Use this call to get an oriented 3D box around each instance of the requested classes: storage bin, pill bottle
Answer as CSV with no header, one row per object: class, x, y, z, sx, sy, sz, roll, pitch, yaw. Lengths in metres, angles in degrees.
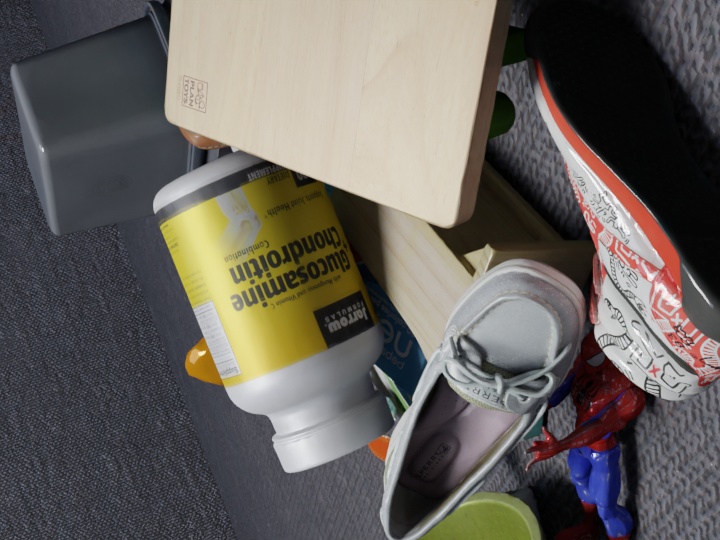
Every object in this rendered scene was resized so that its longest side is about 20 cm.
storage bin,-0.199,-0.117,0.925,0.200,0.133,0.147,118,131,-66
pill bottle,-0.051,0.023,0.766,0.202,0.111,0.112,67,163,-1

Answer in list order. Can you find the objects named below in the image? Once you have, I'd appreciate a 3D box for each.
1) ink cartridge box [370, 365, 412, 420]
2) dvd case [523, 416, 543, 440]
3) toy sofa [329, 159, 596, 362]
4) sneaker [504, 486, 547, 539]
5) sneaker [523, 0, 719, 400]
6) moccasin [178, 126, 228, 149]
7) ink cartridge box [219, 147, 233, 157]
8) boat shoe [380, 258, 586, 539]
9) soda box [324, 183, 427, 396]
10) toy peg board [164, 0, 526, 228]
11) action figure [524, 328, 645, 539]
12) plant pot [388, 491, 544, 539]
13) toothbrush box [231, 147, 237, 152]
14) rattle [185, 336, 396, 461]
ink cartridge box,0.045,0.081,0.942,0.200,0.059,0.104,53,169,52
dvd case,0.080,0.009,0.862,0.200,0.022,0.147,-123,22,-44
toy sofa,0.057,-0.027,0.754,0.200,0.082,0.098,53,136,45
sneaker,0.102,0.244,0.949,0.100,0.077,0.200,64,163,11
sneaker,0.129,-0.031,0.588,0.202,0.067,0.108,61,158,23
moccasin,-0.026,-0.131,0.743,0.074,0.201,0.078,46,159,24
ink cartridge box,-0.085,-0.108,1.053,0.084,0.144,0.202,135,116,-71
boat shoe,0.063,0.078,0.656,0.203,0.074,0.065,-59,4,40
soda box,0.000,0.000,0.842,0.200,0.064,0.068,39,125,32
toy peg board,0.007,-0.155,0.619,0.198,0.098,0.202,22,116,29
action figure,0.124,0.123,0.721,0.065,0.098,0.202,-130,29,-49
plant pot,0.098,0.294,0.813,0.190,0.200,0.200,49,170,-19
toothbrush box,-0.034,-0.187,0.807,0.201,0.144,0.087,96,151,-55
rattle,-0.053,0.103,0.949,0.131,0.142,0.201,93,156,-51
